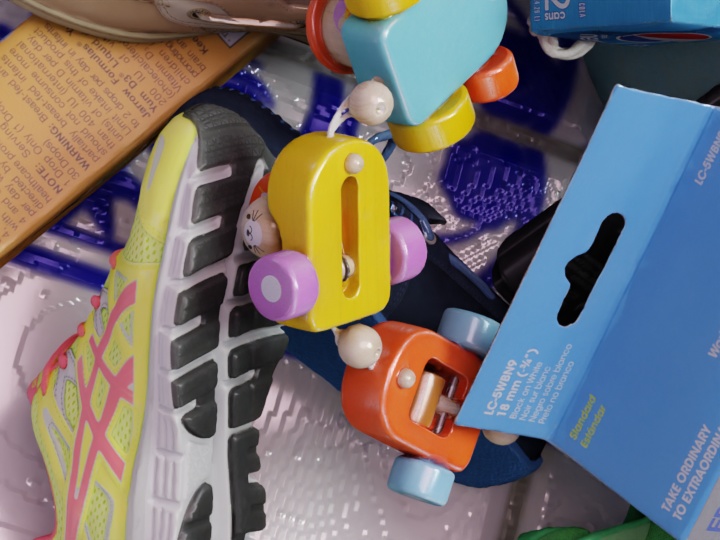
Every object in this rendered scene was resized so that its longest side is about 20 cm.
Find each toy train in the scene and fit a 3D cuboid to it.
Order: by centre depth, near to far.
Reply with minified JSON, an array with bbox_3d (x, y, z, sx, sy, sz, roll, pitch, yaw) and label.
[{"bbox_3d":[0.015,-0.026,0.952,0.150,0.056,0.201,22,82,-50],"label":"toy train"}]

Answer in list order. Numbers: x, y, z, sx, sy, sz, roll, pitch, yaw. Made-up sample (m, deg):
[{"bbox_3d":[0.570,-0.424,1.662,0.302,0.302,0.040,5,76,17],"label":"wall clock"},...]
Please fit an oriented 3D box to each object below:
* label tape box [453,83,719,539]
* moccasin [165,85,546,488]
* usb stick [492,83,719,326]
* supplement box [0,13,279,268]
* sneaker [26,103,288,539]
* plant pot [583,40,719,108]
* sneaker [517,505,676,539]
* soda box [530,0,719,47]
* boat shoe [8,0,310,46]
[{"bbox_3d":[0.153,0.026,0.949,0.200,0.063,0.144,8,119,-31],"label":"label tape box"},{"bbox_3d":[0.000,0.000,1.029,0.200,0.080,0.068,49,50,-26],"label":"moccasin"},{"bbox_3d":[0.131,-0.039,0.983,0.055,0.200,0.033,33,39,-27],"label":"usb stick"},{"bbox_3d":[-0.097,-0.075,1.021,0.069,0.067,0.200,47,69,-2],"label":"supplement box"},{"bbox_3d":[-0.081,0.036,0.963,0.078,0.090,0.201,-11,114,-58],"label":"sneaker"},{"bbox_3d":[0.170,-0.126,1.053,0.200,0.201,0.161,6,90,-16],"label":"plant pot"},{"bbox_3d":[0.077,0.142,1.024,0.084,0.074,0.200,47,60,-5],"label":"sneaker"},{"bbox_3d":[0.103,-0.181,0.940,0.068,0.064,0.201,0,89,-47],"label":"soda box"},{"bbox_3d":[-0.043,-0.120,0.978,0.199,0.065,0.071,6,75,-16],"label":"boat shoe"}]
